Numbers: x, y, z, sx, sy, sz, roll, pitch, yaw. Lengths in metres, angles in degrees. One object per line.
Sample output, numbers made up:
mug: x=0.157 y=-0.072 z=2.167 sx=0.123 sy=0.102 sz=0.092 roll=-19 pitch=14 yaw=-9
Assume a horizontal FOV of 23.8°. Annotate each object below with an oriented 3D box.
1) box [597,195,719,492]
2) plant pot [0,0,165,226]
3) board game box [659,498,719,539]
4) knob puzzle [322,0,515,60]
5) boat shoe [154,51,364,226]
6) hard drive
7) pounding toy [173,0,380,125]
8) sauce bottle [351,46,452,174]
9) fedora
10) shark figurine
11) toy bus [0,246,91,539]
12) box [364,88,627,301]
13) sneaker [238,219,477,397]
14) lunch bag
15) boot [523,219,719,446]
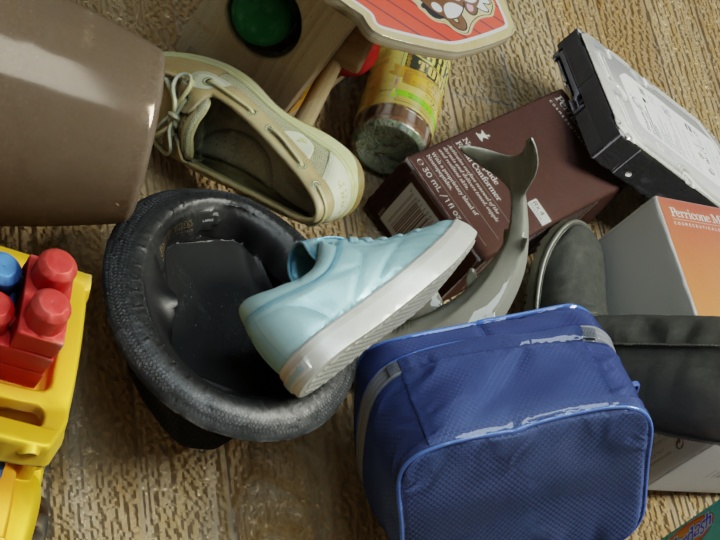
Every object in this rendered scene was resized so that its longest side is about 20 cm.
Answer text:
box: x=0.274 y=0.061 z=1.329 sx=0.152 sy=0.106 sz=0.201 roll=7 pitch=57 yaw=-36
plant pot: x=-0.217 y=-0.105 z=1.064 sx=0.173 sy=0.201 sz=0.201 roll=11 pitch=54 yaw=-13
board game box: x=0.307 y=0.239 z=1.209 sx=0.199 sy=0.152 sz=0.045 roll=30 pitch=48 yaw=-12
knob puzzle: x=0.031 y=-0.225 z=1.202 sx=0.219 sy=0.030 sz=0.221 roll=23 pitch=42 yaw=-23
boat shoe: x=-0.093 y=-0.092 z=1.204 sx=0.200 sy=0.073 sz=0.063 roll=33 pitch=28 yaw=16
hard drive: x=0.249 y=-0.105 z=1.425 sx=0.199 sy=0.038 sz=0.140 roll=30 pitch=32 yaw=-35
pounding toy: x=-0.034 y=-0.179 z=1.276 sx=0.142 sy=0.184 sz=0.200 roll=44 pitch=39 yaw=2
sauce bottle: x=0.041 y=-0.167 z=1.377 sx=0.064 sy=0.065 sz=0.201 roll=26 pitch=50 yaw=-15
fedora: x=-0.097 y=0.045 z=1.125 sx=0.200 sy=0.092 sz=0.201 roll=18 pitch=45 yaw=-19
shark figurine: x=0.084 y=0.019 z=1.208 sx=0.128 sy=0.215 sz=0.089 roll=37 pitch=1 yaw=-21
toy bus: x=-0.217 y=0.076 z=0.965 sx=0.135 sy=0.192 sz=0.201 roll=19 pitch=53 yaw=-22
box: x=0.111 y=-0.060 z=1.344 sx=0.200 sy=0.075 sz=0.100 roll=-27 pitch=76 yaw=-43
sneaker: x=0.000 y=0.000 z=1.103 sx=0.082 sy=0.074 sz=0.200 roll=47 pitch=43 yaw=8
lunch bag: x=0.097 y=0.106 z=1.135 sx=0.199 sy=0.137 sz=0.133 roll=-10 pitch=38 yaw=-13
boot: x=0.209 y=0.041 z=1.233 sx=0.072 sy=0.199 sz=0.183 roll=29 pitch=65 yaw=-38
